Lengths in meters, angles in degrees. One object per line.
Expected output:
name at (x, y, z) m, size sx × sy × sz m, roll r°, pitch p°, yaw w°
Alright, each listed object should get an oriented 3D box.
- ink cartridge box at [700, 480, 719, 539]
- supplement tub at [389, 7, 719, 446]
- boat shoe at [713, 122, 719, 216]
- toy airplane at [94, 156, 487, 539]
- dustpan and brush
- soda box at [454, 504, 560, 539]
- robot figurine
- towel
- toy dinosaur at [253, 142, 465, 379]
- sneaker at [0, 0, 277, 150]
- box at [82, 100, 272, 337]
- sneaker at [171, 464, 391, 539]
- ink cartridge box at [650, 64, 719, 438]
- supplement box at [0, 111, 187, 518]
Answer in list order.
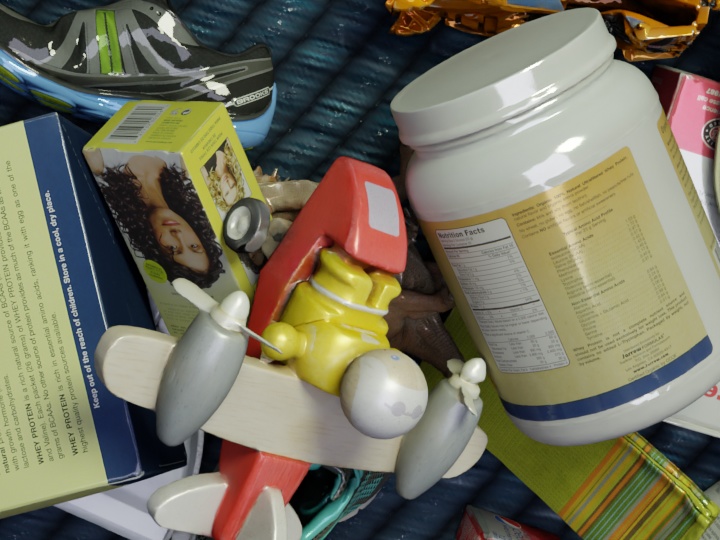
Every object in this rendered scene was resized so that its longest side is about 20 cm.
ink cartridge box at (0.304, 0.152, 1.079) m, size 0.199 × 0.144 × 0.084 m, roll -37°, pitch 104°, yaw 3°
supplement tub at (0.110, -0.024, 0.941) m, size 0.144 × 0.144 × 0.201 m, roll -25°, pitch 105°, yaw 0°
boat shoe at (0.239, -0.082, 0.978) m, size 0.074 × 0.075 × 0.204 m, roll -5°, pitch 99°, yaw -3°
toy airplane at (-0.025, 0.067, 0.902) m, size 0.200 × 0.141 × 0.200 m, roll -36°, pitch 118°, yaw -31°
dustpan and brush at (-0.140, 0.052, 1.057) m, size 0.139 × 0.057 × 0.201 m, roll 24°, pitch 83°, yaw -4°
soda box at (0.068, 0.259, 1.119) m, size 0.070 × 0.063 × 0.201 m, roll 20°, pitch 99°, yaw -9°
robot figurine at (0.114, -0.159, 1.006) m, size 0.198 × 0.145 × 0.059 m, roll 6°, pitch 87°, yaw 3°
towel at (0.118, 0.105, 1.054) m, size 0.200 × 0.018 × 0.086 m, roll 42°, pitch 129°, yaw 16°
toy dinosaur at (0.000, 0.000, 1.034) m, size 0.135 × 0.086 × 0.201 m, roll -27°, pitch 101°, yaw 31°
sneaker at (-0.144, -0.128, 1.026) m, size 0.198 × 0.071 × 0.083 m, roll 15°, pitch 86°, yaw -9°
box at (-0.082, -0.001, 0.995) m, size 0.075 × 0.050 × 0.201 m, roll 3°, pitch 131°, yaw 34°
sneaker at (-0.021, 0.122, 1.034) m, size 0.078 × 0.091 × 0.200 m, roll 47°, pitch 56°, yaw -5°
ink cartridge box at (0.221, -0.008, 1.071) m, size 0.144 × 0.083 × 0.201 m, roll 17°, pitch 99°, yaw -7°
supplement box at (-0.224, 0.041, 0.977) m, size 0.198 × 0.134 × 0.202 m, roll -15°, pitch 85°, yaw 3°
